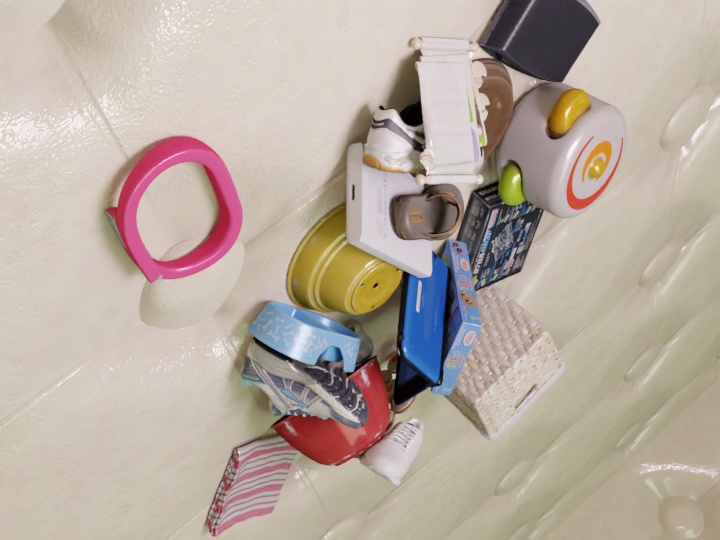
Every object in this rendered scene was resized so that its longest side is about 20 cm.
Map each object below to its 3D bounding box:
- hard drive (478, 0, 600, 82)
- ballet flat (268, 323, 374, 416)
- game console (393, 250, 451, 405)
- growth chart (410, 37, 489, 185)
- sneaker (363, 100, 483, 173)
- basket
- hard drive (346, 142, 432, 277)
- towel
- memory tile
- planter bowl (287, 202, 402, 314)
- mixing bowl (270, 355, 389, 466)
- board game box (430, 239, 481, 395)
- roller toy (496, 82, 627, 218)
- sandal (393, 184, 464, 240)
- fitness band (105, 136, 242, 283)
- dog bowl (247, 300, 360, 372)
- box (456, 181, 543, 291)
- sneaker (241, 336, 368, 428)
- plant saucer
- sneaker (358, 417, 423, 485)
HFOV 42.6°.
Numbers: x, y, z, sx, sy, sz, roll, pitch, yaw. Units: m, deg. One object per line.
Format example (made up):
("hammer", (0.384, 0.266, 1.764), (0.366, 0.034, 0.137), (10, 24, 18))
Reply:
("hard drive", (0.256, -0.332, 1.276), (0.199, 0.042, 0.135), (7, 121, -52))
("ballet flat", (-0.068, 0.144, 1.425), (0.199, 0.072, 0.072), (-32, 146, -25))
("game console", (0.067, 0.078, 1.394), (0.118, 0.201, 0.171), (-12, 145, 30))
("growth chart", (0.117, -0.203, 1.175), (0.144, 0.018, 0.202), (2, 83, -44))
("sneaker", (0.093, -0.174, 1.196), (0.199, 0.075, 0.088), (-7, 110, -42))
("basket", (0.221, 0.150, 1.629), (0.198, 0.200, 0.161), (-43, 146, -5))
("hard drive", (0.042, -0.077, 1.252), (0.200, 0.026, 0.133), (24, 62, -56))
("towel", (-0.174, 0.356, 1.556), (0.146, 0.030, 0.201), (-11, 134, -44))
("memory tile", (0.033, 0.219, 1.546), (0.200, 0.153, 0.017), (-46, 113, -7))
("planter bowl", (0.000, 0.000, 1.310), (0.200, 0.083, 0.201), (-30, 144, -24))
("mixing bowl", (-0.029, 0.231, 1.430), (0.199, 0.109, 0.200), (-33, 178, -1))
("board game box", (0.140, 0.072, 1.462), (0.036, 0.201, 0.152), (10, 128, -11))
("roller toy", (0.311, -0.182, 1.399), (0.182, 0.139, 0.201), (-8, 123, -47))
("sandal", (0.108, -0.084, 1.288), (0.200, 0.054, 0.082), (-10, 91, -61))
("fitness band", (-0.205, -0.063, 1.045), (0.143, 0.037, 0.201), (-37, 148, -15))
("dog bowl", (-0.073, 0.092, 1.310), (0.200, 0.111, 0.050), (20, 98, -56))
("box", (0.231, -0.060, 1.547), (0.158, 0.046, 0.201), (-21, 140, -34))
("sneaker", (-0.080, 0.172, 1.312), (0.087, 0.199, 0.078), (-62, 168, 20))
("plant saucer", (0.147, -0.204, 1.307), (0.199, 0.029, 0.201), (-31, 146, -24))
("sneaker", (0.054, 0.273, 1.427), (0.081, 0.076, 0.200), (-55, 172, 6))
